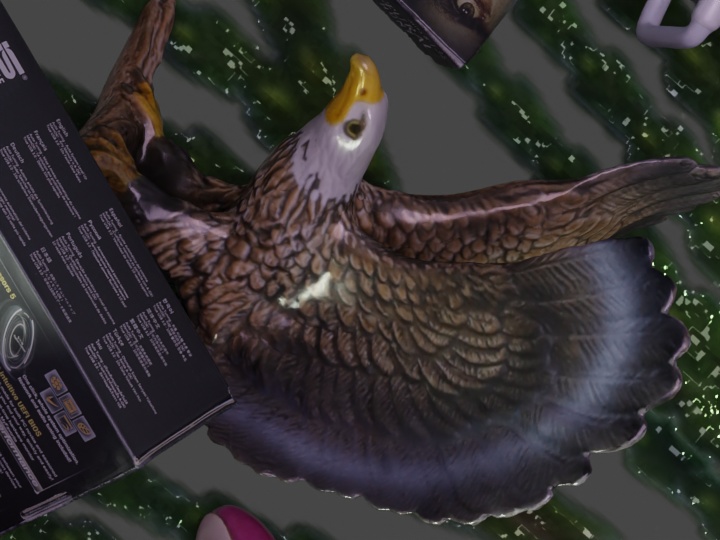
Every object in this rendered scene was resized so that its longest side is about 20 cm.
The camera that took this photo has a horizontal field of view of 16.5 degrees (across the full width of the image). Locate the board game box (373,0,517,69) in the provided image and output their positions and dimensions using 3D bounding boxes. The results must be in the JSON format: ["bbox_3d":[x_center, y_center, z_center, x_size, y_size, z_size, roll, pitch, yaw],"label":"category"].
[{"bbox_3d":[0.006,-0.178,0.787,0.200,0.028,0.135,42,83,-28],"label":"board game box"}]

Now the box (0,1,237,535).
[{"bbox_3d":[-0.144,-0.015,0.737,0.044,0.160,0.200,-33,93,-43],"label":"box"}]

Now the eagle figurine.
[{"bbox_3d":[0.001,-0.003,0.757,0.200,0.151,0.152,23,75,1],"label":"eagle figurine"}]

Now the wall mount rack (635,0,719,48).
[{"bbox_3d":[0.183,-0.123,0.812,0.200,0.075,0.174,28,86,-17],"label":"wall mount rack"}]

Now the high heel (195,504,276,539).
[{"bbox_3d":[0.014,0.162,0.807,0.096,0.067,0.200,-19,82,-27],"label":"high heel"}]
